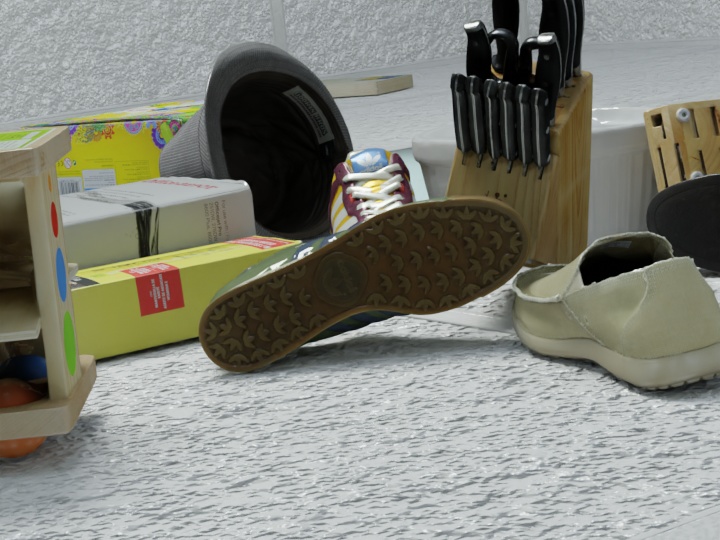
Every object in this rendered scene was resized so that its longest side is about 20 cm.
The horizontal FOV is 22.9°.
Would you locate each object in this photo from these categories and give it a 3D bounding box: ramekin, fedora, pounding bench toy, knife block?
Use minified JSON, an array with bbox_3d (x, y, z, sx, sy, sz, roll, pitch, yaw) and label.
[{"bbox_3d":[0.143,-0.066,1.345,0.201,0.095,0.202,-7,9,1],"label":"ramekin"},{"bbox_3d":[-0.090,-0.084,1.389,0.090,0.178,0.200,-13,3,34],"label":"fedora"},{"bbox_3d":[-0.206,0.021,0.861,0.124,0.157,0.200,-5,9,-1],"label":"pounding bench toy"},{"bbox_3d":[0.109,-0.092,1.107,0.064,0.176,0.200,14,-1,20],"label":"knife block"},{"bbox_3d":[0.278,-0.078,1.324,0.199,0.064,0.176,-8,-10,-17],"label":"knife block"}]

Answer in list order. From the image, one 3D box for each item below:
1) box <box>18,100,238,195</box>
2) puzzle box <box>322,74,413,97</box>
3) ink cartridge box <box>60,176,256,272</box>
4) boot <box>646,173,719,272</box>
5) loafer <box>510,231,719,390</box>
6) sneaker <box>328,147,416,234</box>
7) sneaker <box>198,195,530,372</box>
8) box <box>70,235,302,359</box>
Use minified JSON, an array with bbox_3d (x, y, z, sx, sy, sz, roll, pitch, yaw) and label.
[{"bbox_3d":[-0.155,-0.083,1.551,0.199,0.123,0.192,1,12,39],"label":"box"},{"bbox_3d":[-0.019,-0.338,3.277,0.199,0.026,0.133,0,11,33],"label":"puzzle box"},{"bbox_3d":[-0.189,-0.009,1.243,0.199,0.085,0.144,-13,12,-31],"label":"ink cartridge box"},{"bbox_3d":[0.308,-0.048,1.225,0.187,0.069,0.200,-11,3,22],"label":"boot"},{"bbox_3d":[0.139,0.013,0.953,0.075,0.069,0.200,-9,10,-19],"label":"loafer"},{"bbox_3d":[0.009,-0.042,1.296,0.075,0.091,0.200,-8,9,-9],"label":"sneaker"},{"bbox_3d":[0.000,0.000,1.059,0.199,0.067,0.090,-20,9,1],"label":"sneaker"},{"bbox_3d":[-0.136,0.019,1.148,0.199,0.050,0.075,-11,10,-29],"label":"box"}]
